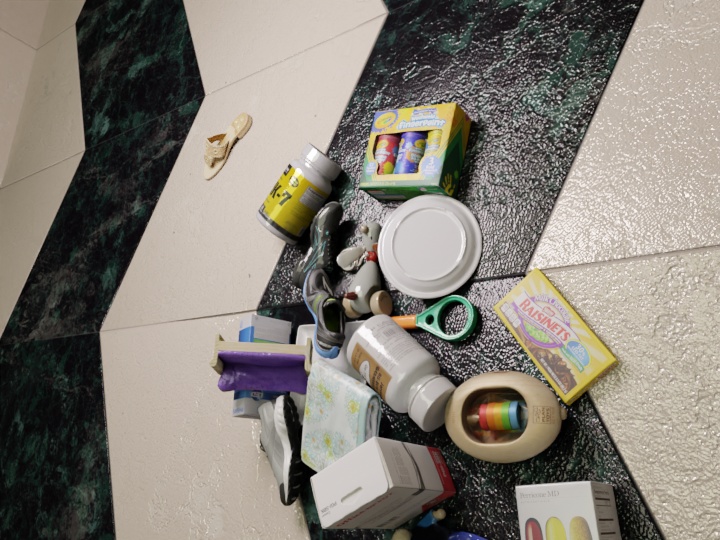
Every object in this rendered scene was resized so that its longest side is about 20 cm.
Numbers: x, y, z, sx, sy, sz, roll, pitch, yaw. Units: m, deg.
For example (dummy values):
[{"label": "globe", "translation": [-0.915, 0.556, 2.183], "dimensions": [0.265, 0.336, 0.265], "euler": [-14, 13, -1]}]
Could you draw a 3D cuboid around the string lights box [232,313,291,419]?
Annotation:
[{"label": "string lights box", "translation": [-0.203, 0.203, 1.314], "dimensions": [0.058, 0.101, 0.205], "euler": [-23, 59, 49]}]

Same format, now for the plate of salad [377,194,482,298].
[{"label": "plate of salad", "translation": [0.129, -0.044, 1.177], "dimensions": [0.195, 0.048, 0.205], "euler": [-5, 71, 14]}]

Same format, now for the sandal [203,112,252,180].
[{"label": "sandal", "translation": [-0.380, -0.345, 1.687], "dimensions": [0.212, 0.069, 0.078], "euler": [-47, 51, 15]}]

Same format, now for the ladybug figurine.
[{"label": "ladybug figurine", "translation": [0.228, 0.229, 0.986], "dimensions": [0.197, 0.071, 0.139], "euler": [-8, 69, 36]}]

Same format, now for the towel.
[{"label": "towel", "translation": [-0.041, 0.286, 1.145], "dimensions": [0.169, 0.047, 0.205], "euler": [19, 106, 43]}]

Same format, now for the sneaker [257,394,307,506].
[{"label": "sneaker", "translation": [-0.155, 0.350, 1.227], "dimensions": [0.078, 0.074, 0.205], "euler": [-14, 77, 19]}]

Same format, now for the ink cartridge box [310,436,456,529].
[{"label": "ink cartridge box", "translation": [0.039, 0.344, 1.010], "dimensions": [0.146, 0.199, 0.084], "euler": [-37, 54, 21]}]

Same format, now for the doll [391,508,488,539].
[{"label": "doll", "translation": [0.130, 0.452, 0.997], "dimensions": [0.197, 0.048, 0.140], "euler": [1, 74, 38]}]

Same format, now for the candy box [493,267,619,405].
[{"label": "candy box", "translation": [0.304, 0.100, 1.003], "dimensions": [0.102, 0.026, 0.201], "euler": [-43, 52, 14]}]

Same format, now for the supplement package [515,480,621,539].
[{"label": "supplement package", "translation": [0.289, 0.395, 0.850], "dimensions": [0.112, 0.109, 0.205], "euler": [-17, 63, 32]}]

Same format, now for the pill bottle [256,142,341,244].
[{"label": "pill bottle", "translation": [-0.134, -0.171, 1.398], "dimensions": [0.202, 0.113, 0.114], "euler": [-54, 50, 8]}]

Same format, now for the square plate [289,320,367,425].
[{"label": "square plate", "translation": [-0.057, 0.206, 1.252], "dimensions": [0.195, 0.028, 0.205], "euler": [-8, 69, 37]}]

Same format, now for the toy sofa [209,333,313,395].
[{"label": "toy sofa", "translation": [-0.187, 0.183, 1.224], "dimensions": [0.194, 0.083, 0.100], "euler": [3, 70, 0]}]

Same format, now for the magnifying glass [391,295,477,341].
[{"label": "magnifying glass", "translation": [0.122, 0.092, 1.155], "dimensions": [0.197, 0.022, 0.082], "euler": [-9, 68, 38]}]

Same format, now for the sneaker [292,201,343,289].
[{"label": "sneaker", "translation": [-0.073, -0.043, 1.337], "dimensions": [0.078, 0.075, 0.204], "euler": [28, 101, 34]}]

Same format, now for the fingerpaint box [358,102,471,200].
[{"label": "fingerpaint box", "translation": [0.105, -0.232, 1.254], "dimensions": [0.197, 0.073, 0.171], "euler": [6, 77, 39]}]

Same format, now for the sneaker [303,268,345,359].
[{"label": "sneaker", "translation": [-0.061, 0.074, 1.233], "dimensions": [0.083, 0.069, 0.202], "euler": [-52, 37, 36]}]

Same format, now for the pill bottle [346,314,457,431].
[{"label": "pill bottle", "translation": [0.074, 0.178, 1.099], "dimensions": [0.199, 0.114, 0.116], "euler": [41, 99, 37]}]

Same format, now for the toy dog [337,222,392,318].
[{"label": "toy dog", "translation": [0.000, 0.000, 1.237], "dimensions": [0.131, 0.096, 0.204], "euler": [-31, 57, 25]}]
